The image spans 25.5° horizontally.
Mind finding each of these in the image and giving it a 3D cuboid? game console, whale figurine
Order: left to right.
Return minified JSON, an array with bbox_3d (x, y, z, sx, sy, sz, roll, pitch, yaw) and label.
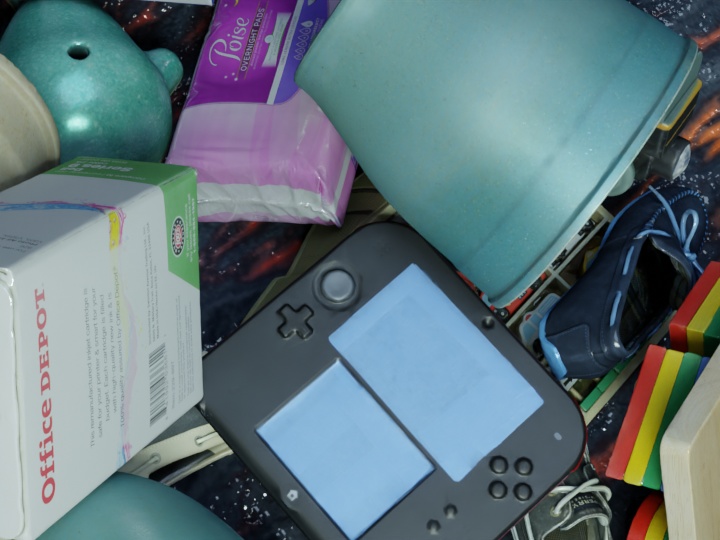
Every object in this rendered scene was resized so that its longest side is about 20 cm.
[{"bbox_3d":[-0.193,-0.140,1.046,0.158,0.104,0.202,-4,60,-16],"label":"whale figurine"},{"bbox_3d":[0.019,0.085,0.958,0.176,0.031,0.200,-38,76,-19],"label":"game console"}]

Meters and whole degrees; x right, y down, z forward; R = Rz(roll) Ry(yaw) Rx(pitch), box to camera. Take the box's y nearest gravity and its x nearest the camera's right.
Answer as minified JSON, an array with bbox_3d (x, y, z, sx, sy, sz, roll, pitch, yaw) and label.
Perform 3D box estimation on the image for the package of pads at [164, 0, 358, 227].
[{"bbox_3d":[-0.052,-0.126,1.075,0.119,0.076,0.202,4,61,18],"label":"package of pads"}]

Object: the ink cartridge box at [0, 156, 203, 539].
[{"bbox_3d":[-0.164,0.034,0.849,0.087,0.147,0.200,7,20,18],"label":"ink cartridge box"}]

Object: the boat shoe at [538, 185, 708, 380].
[{"bbox_3d":[0.193,0.011,1.048,0.084,0.068,0.200,57,47,-21],"label":"boat shoe"}]

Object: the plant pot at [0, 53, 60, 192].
[{"bbox_3d":[-0.282,-0.014,0.870,0.199,0.201,0.185,14,55,-8],"label":"plant pot"}]

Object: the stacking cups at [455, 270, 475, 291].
[{"bbox_3d":[0.035,0.098,1.007,0.060,0.061,0.202,20,71,-5],"label":"stacking cups"}]

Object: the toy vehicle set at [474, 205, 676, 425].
[{"bbox_3d":[0.127,0.043,1.091,0.124,0.027,0.200,43,63,6],"label":"toy vehicle set"}]

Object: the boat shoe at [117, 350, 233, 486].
[{"bbox_3d":[-0.146,0.128,0.960,0.200,0.071,0.063,-37,82,-30],"label":"boat shoe"}]

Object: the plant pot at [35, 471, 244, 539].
[{"bbox_3d":[-0.129,0.208,0.861,0.199,0.202,0.161,-25,54,-23],"label":"plant pot"}]

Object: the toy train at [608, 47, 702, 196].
[{"bbox_3d":[0.145,-0.136,1.108,0.199,0.115,0.085,29,51,18],"label":"toy train"}]

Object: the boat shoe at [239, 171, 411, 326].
[{"bbox_3d":[0.000,0.000,1.055,0.200,0.075,0.069,-50,116,-19],"label":"boat shoe"}]

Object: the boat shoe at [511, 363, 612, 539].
[{"bbox_3d":[0.130,0.153,0.994,0.071,0.071,0.202,-8,83,-27],"label":"boat shoe"}]

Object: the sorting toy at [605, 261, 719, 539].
[{"bbox_3d":[0.220,0.113,1.000,0.069,0.201,0.199,13,43,31],"label":"sorting toy"}]

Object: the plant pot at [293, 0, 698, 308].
[{"bbox_3d":[0.068,-0.113,0.966,0.187,0.200,0.201,36,62,-3],"label":"plant pot"}]

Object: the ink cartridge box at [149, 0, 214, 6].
[{"bbox_3d":[-0.188,-0.221,1.058,0.198,0.045,0.094,4,34,4],"label":"ink cartridge box"}]
